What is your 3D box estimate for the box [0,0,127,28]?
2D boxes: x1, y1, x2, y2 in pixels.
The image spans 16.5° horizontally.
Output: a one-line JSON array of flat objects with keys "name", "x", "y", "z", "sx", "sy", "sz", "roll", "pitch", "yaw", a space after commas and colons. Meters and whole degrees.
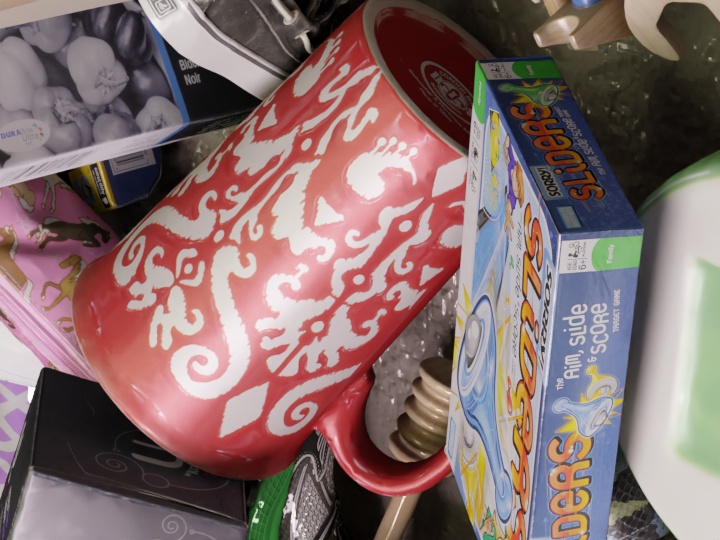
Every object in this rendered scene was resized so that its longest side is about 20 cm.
[{"name": "box", "x": -0.108, "y": -0.176, "z": 1.126, "sx": 0.078, "sy": 0.200, "sz": 0.095, "roll": -30, "pitch": 81, "yaw": 51}]

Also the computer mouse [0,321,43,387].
[{"name": "computer mouse", "x": -0.198, "y": 0.017, "z": 1.325, "sx": 0.200, "sy": 0.044, "sz": 0.110, "roll": 18, "pitch": 93, "yaw": 7}]

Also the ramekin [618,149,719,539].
[{"name": "ramekin", "x": 0.184, "y": 0.034, "z": 0.943, "sx": 0.200, "sy": 0.098, "sz": 0.200, "roll": 22, "pitch": 120, "yaw": 44}]

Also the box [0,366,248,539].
[{"name": "box", "x": -0.130, "y": 0.167, "z": 1.162, "sx": 0.122, "sy": 0.106, "sz": 0.200, "roll": -102, "pitch": 29, "yaw": -69}]

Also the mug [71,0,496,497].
[{"name": "mug", "x": -0.003, "y": -0.008, "z": 1.122, "sx": 0.200, "sy": 0.177, "sz": 0.134, "roll": -46, "pitch": 27, "yaw": 28}]

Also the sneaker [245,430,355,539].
[{"name": "sneaker", "x": -0.019, "y": 0.149, "z": 1.259, "sx": 0.078, "sy": 0.085, "sz": 0.200, "roll": -84, "pitch": -7, "yaw": -66}]

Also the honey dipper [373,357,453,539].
[{"name": "honey dipper", "x": 0.010, "y": 0.135, "z": 1.201, "sx": 0.038, "sy": 0.038, "sz": 0.200, "roll": 38, "pitch": 116, "yaw": 34}]

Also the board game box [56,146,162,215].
[{"name": "board game box", "x": -0.192, "y": -0.119, "z": 1.360, "sx": 0.200, "sy": 0.062, "sz": 0.200, "roll": -13, "pitch": 95, "yaw": 52}]

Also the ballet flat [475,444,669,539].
[{"name": "ballet flat", "x": 0.078, "y": 0.142, "z": 1.143, "sx": 0.074, "sy": 0.074, "sz": 0.200, "roll": 59, "pitch": 143, "yaw": 15}]

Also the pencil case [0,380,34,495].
[{"name": "pencil case", "x": -0.181, "y": 0.090, "z": 1.410, "sx": 0.084, "sy": 0.085, "sz": 0.200, "roll": -120, "pitch": 29, "yaw": -70}]

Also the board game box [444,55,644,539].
[{"name": "board game box", "x": 0.071, "y": 0.033, "z": 1.000, "sx": 0.135, "sy": 0.034, "sz": 0.200, "roll": -110, "pitch": 19, "yaw": -56}]

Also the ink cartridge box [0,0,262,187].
[{"name": "ink cartridge box", "x": -0.146, "y": -0.150, "z": 1.185, "sx": 0.043, "sy": 0.198, "sz": 0.200, "roll": -25, "pitch": 86, "yaw": 45}]

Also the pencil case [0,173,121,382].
[{"name": "pencil case", "x": -0.134, "y": 0.028, "z": 1.255, "sx": 0.200, "sy": 0.087, "sz": 0.083, "roll": 44, "pitch": 162, "yaw": 9}]

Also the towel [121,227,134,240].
[{"name": "towel", "x": -0.078, "y": 0.089, "z": 1.337, "sx": 0.152, "sy": 0.023, "sz": 0.200, "roll": 19, "pitch": 119, "yaw": 46}]

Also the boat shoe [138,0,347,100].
[{"name": "boat shoe", "x": -0.037, "y": -0.120, "z": 1.106, "sx": 0.064, "sy": 0.200, "sz": 0.071, "roll": -27, "pitch": 84, "yaw": 13}]

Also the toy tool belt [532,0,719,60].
[{"name": "toy tool belt", "x": 0.107, "y": -0.143, "z": 0.973, "sx": 0.200, "sy": 0.125, "sz": 0.123, "roll": 19, "pitch": 150, "yaw": 48}]
